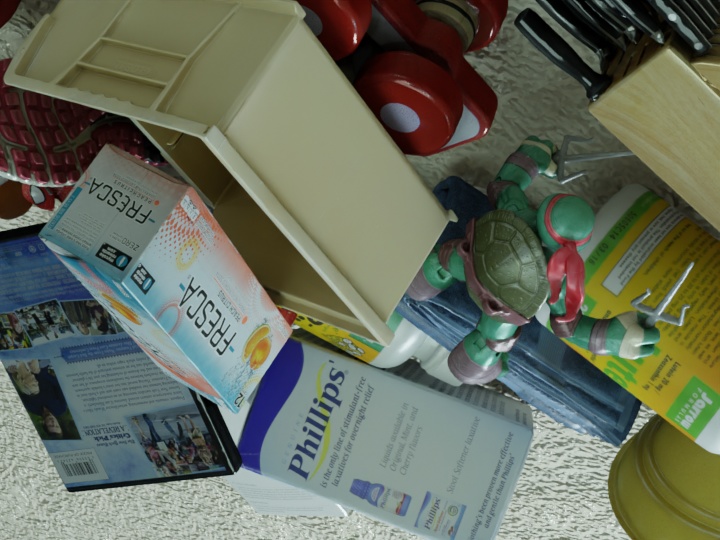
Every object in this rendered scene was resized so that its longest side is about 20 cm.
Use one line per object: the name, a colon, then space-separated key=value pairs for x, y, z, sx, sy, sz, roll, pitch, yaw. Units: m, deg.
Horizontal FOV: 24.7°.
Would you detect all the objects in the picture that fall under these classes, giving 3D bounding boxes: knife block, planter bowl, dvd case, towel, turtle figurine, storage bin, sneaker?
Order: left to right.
sneaker: x=-0.193 y=-0.083 z=1.031 sx=0.075 sy=0.081 sz=0.200 roll=-14 pitch=174 yaw=30
dvd case: x=-0.175 y=0.058 z=1.089 sx=0.142 sy=0.018 sz=0.200 roll=-10 pitch=115 yaw=27
storage bin: x=-0.076 y=-0.070 z=0.961 sx=0.198 sy=0.094 sz=0.200 roll=18 pitch=158 yaw=42
towel: x=0.117 y=0.027 z=1.122 sx=0.200 sy=0.112 sz=0.049 roll=32 pitch=153 yaw=-19
turtle figurine: x=0.102 y=-0.008 z=0.969 sx=0.101 sy=0.150 sz=0.200 roll=-4 pitch=161 yaw=-31
knife block: x=0.171 y=-0.101 z=0.938 sx=0.175 sy=0.064 sz=0.200 roll=9 pitch=134 yaw=20
planter bowl: x=0.272 y=0.124 z=1.123 sx=0.200 sy=0.200 sz=0.084 roll=11 pitch=126 yaw=18

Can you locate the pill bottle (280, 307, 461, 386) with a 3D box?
pill bottle: x=0.000 y=0.000 z=1.165 sx=0.200 sy=0.113 sz=0.113 roll=29 pitch=147 yaw=-7

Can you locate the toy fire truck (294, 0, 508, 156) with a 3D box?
toy fire truck: x=-0.020 y=-0.141 z=0.978 sx=0.168 sy=0.112 sz=0.200 roll=-14 pitch=132 yaw=44

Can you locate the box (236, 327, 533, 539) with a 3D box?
box: x=0.023 y=0.124 z=1.255 sx=0.200 sy=0.105 sz=0.184 roll=21 pitch=-178 yaw=5

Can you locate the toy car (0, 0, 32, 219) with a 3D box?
toy car: x=-0.263 y=-0.127 z=1.079 sx=0.184 sy=0.177 sz=0.200 roll=7 pitch=138 yaw=40

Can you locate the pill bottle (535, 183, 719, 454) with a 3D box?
pill bottle: x=0.220 y=0.045 z=1.041 sx=0.200 sy=0.111 sz=0.111 roll=38 pitch=149 yaw=13

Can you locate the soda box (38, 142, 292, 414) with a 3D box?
soda box: x=-0.107 y=0.010 z=0.957 sx=0.064 sy=0.068 sz=0.200 roll=27 pitch=164 yaw=26

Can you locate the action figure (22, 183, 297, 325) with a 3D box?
action figure: x=-0.140 y=-0.006 z=1.100 sx=0.200 sy=0.052 sz=0.065 roll=36 pitch=168 yaw=-6

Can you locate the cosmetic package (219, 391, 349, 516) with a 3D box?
cosmetic package: x=-0.086 y=0.126 z=1.422 sx=0.107 sy=0.085 sz=0.200 roll=-3 pitch=138 yaw=35

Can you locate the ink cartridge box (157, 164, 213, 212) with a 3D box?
ink cartridge box: x=-0.158 y=0.023 z=1.218 sx=0.084 sy=0.200 sz=0.145 roll=7 pitch=144 yaw=19
